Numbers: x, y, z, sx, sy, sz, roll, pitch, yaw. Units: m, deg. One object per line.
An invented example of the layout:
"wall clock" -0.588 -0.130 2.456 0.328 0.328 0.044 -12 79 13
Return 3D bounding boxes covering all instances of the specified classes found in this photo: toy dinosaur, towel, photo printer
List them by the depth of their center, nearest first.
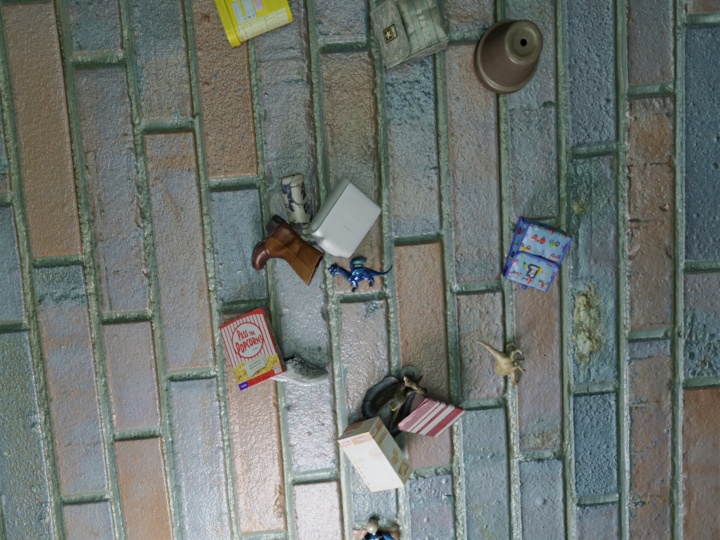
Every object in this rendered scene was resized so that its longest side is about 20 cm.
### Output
"photo printer" -0.049 -0.145 1.585 0.165 0.069 0.203 34 93 -38
"towel" 0.220 0.447 1.645 0.197 0.023 0.144 25 118 -40
"toy dinosaur" 0.454 0.276 1.690 0.100 0.058 0.201 -40 96 3

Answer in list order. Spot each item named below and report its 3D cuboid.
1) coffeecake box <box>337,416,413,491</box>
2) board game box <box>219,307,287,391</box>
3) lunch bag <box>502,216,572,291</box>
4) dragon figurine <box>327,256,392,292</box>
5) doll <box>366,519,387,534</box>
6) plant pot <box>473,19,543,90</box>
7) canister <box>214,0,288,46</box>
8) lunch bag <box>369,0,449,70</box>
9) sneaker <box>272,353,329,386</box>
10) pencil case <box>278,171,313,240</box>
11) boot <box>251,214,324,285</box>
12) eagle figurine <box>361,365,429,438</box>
"coffeecake box" 0.044 0.564 1.656 0.151 0.073 0.203 -28 99 42
"board game box" -0.323 0.235 1.627 0.147 0.046 0.206 -23 83 7
"lunch bag" 0.530 -0.039 1.656 0.145 0.094 0.207 15 107 -5
"dragon figurine" 0.000 0.000 1.619 0.193 0.060 0.102 -16 125 6
"doll" 0.063 0.901 1.743 0.132 0.048 0.207 -17 91 9
"plant pot" 0.436 -0.622 1.534 0.192 0.175 0.209 0 96 -4
"canister" -0.303 -0.745 1.531 0.194 0.087 0.154 -21 97 -2
"lunch bag" 0.134 -0.689 1.543 0.193 0.118 0.170 -20 98 6
"sneaker" -0.190 0.299 1.653 0.192 0.075 0.085 7 98 -3
"pencil case" -0.183 -0.188 1.601 0.075 0.089 0.208 -10 97 27
"boot" -0.213 -0.029 1.581 0.199 0.068 0.191 39 108 13
"eagle figurine" 0.112 0.401 1.670 0.201 0.147 0.155 -50 52 32
